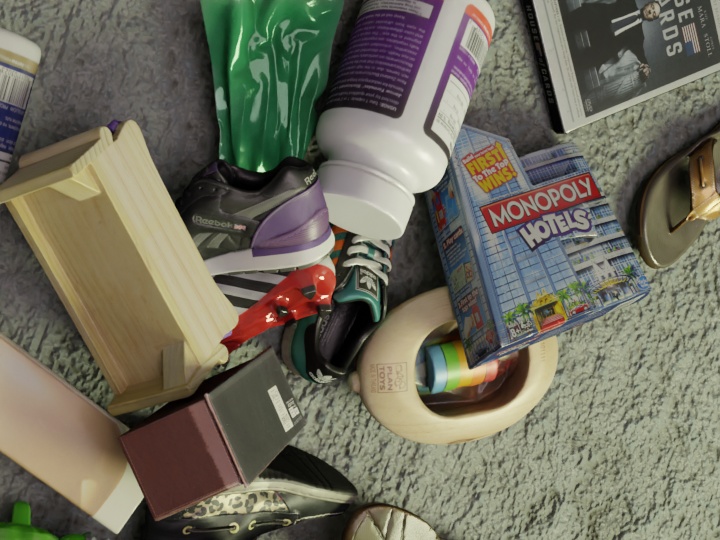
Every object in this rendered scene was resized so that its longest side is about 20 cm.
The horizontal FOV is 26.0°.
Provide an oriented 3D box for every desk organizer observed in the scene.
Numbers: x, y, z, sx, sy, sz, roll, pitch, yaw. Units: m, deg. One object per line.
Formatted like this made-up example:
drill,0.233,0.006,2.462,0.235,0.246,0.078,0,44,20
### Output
desk organizer,-0.108,0.121,1.185,0.076,0.200,0.072,-24,92,12

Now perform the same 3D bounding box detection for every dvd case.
dvd case,0.243,-0.228,1.413,0.198,0.025,0.152,-23,106,-20

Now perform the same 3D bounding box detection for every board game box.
board game box,0.138,-0.044,1.330,0.198,0.062,0.202,-19,78,-32

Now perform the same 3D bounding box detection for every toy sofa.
toy sofa,-0.178,-0.003,1.147,0.202,0.082,0.098,63,30,-19

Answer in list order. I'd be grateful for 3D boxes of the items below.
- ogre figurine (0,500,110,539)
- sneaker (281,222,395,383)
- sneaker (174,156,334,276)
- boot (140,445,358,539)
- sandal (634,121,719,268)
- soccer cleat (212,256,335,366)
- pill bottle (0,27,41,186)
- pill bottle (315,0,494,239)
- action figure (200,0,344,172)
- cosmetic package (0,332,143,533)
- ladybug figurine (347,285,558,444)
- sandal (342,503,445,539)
ogre figurine,-0.275,0.249,1.197,0.197,0.098,0.121,16,105,3
sneaker,0.000,0.000,1.295,0.071,0.080,0.202,21,85,-26
sneaker,-0.123,-0.044,1.205,0.197,0.076,0.089,-10,117,5
boot,-0.107,0.223,1.287,0.202,0.073,0.155,11,108,-42
sandal,0.332,-0.082,1.456,0.199,0.054,0.082,-38,111,-16
soccer cleat,-0.115,0.027,1.253,0.198,0.086,0.069,-24,143,5
pill bottle,-0.310,-0.083,1.123,0.110,0.111,0.203,17,90,-26
pill bottle,0.029,-0.133,1.254,0.111,0.111,0.202,29,71,-25
action figure,-0.078,-0.121,1.254,0.116,0.055,0.203,0,107,-15
cosmetic package,-0.252,0.108,1.181,0.200,0.105,0.071,40,79,-22
ladybug figurine,0.076,0.078,1.347,0.198,0.072,0.138,-5,98,-25
sandal,0.051,0.254,1.367,0.199,0.054,0.083,24,90,-40
